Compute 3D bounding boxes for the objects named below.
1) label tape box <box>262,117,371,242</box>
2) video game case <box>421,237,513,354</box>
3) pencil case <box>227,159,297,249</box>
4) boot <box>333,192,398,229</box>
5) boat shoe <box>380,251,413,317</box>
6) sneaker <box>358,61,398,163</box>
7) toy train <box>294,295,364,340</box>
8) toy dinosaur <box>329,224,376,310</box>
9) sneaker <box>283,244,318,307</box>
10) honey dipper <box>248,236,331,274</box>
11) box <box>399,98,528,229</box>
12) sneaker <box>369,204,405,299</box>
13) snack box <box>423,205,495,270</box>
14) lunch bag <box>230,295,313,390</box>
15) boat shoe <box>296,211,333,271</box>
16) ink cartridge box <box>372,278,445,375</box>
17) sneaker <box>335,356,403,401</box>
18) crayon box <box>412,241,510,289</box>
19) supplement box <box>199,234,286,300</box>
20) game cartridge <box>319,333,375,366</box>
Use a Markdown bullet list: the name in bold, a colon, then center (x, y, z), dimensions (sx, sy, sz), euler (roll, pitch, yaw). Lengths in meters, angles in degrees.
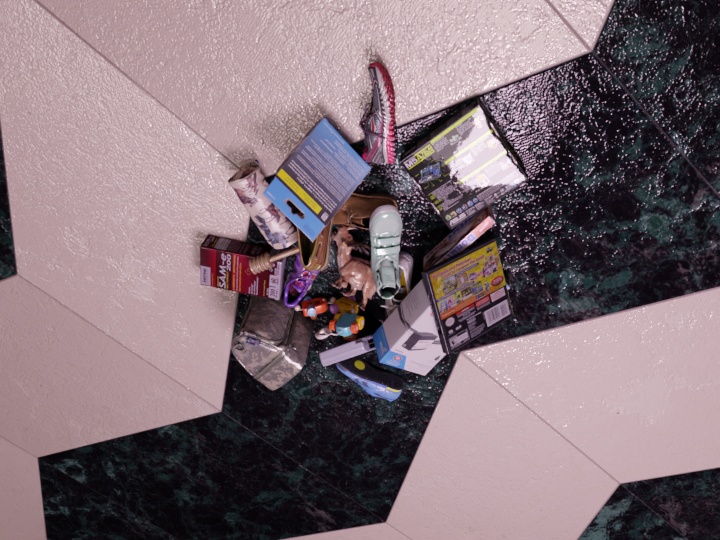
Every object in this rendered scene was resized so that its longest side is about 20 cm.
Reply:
- **label tape box**: center (-0.093, -0.182, 1.193), dimensions (0.144, 0.063, 0.201), euler (43, 77, -19)
- **video game case**: center (0.232, 0.052, 1.252), dimensions (0.197, 0.025, 0.185), euler (-24, 105, -26)
- **pencil case**: center (-0.205, -0.139, 1.289), dimensions (0.076, 0.090, 0.202), euler (-16, 122, 28)
- **boot**: center (-0.018, -0.125, 1.278), dimensions (0.195, 0.076, 0.075), euler (-2, 124, 11)
- **boat shoe**: center (0.089, 0.064, 1.369), dimensions (0.073, 0.086, 0.206), euler (12, 123, 13)
- **sneaker**: center (0.032, -0.303, 1.155), dimensions (0.073, 0.081, 0.204), euler (1, 123, 10)
- **toy train**: center (-0.069, 0.118, 1.386), dimensions (0.147, 0.200, 0.057), euler (-14, 117, -12)
- **toy dinosaur**: center (0.000, 0.000, 1.357), dimensions (0.137, 0.085, 0.200), euler (-52, 126, -5)
- **sneaker**: center (-0.128, 0.006, 1.370), dimensions (0.079, 0.084, 0.203), euler (20, 120, -6)
- **honey dipper**: center (-0.155, -0.040, 1.316), dimensions (0.196, 0.038, 0.039), euler (-19, 119, 9)
- **box**: center (0.212, -0.212, 1.208), dimensions (0.198, 0.048, 0.194), euler (-32, 110, 26)
- **sneaker**: center (0.061, -0.032, 1.225), dimensions (0.072, 0.120, 0.203), euler (-7, 137, -7)
- **snack box**: center (0.213, -0.065, 1.284), dimensions (0.024, 0.072, 0.200), euler (37, 120, -16)
- **lunch bag**: center (-0.218, 0.159, 1.411), dimensions (0.167, 0.202, 0.139), euler (40, 119, -19)
- **boat shoe**: center (-0.099, -0.102, 1.251), dimensions (0.070, 0.068, 0.206), euler (-6, 85, 25)
- **ink cartridge box**: center (0.143, 0.132, 1.328), dimensions (0.143, 0.085, 0.201), euler (20, 125, -29)
- **sneaker**: center (0.015, 0.290, 1.542), dimensions (0.197, 0.067, 0.079), euler (26, 126, -9)
- **crayon box**: center (0.230, 0.043, 1.363), dimensions (0.125, 0.052, 0.199), euler (41, 119, -18)
- **supplement box**: center (-0.279, -0.007, 1.397), dimensions (0.195, 0.061, 0.111), euler (11, 122, 2)
- **game cartridge**: center (-0.016, 0.188, 1.414), dimensions (0.130, 0.199, 0.042), euler (-17, 84, 20)
